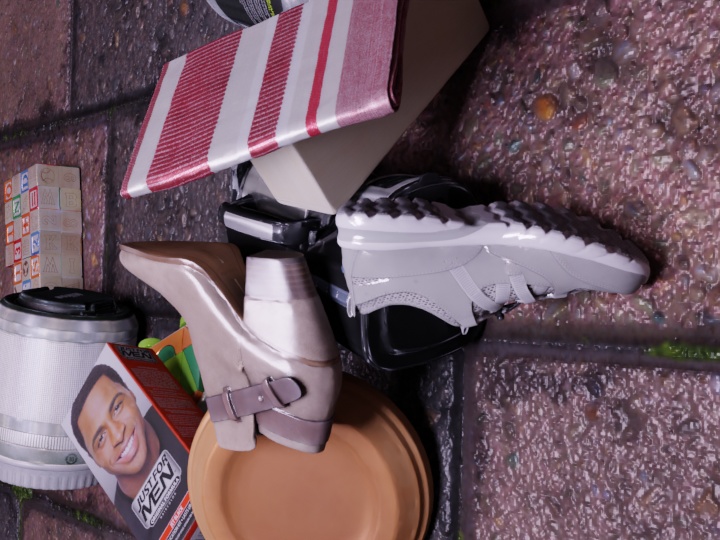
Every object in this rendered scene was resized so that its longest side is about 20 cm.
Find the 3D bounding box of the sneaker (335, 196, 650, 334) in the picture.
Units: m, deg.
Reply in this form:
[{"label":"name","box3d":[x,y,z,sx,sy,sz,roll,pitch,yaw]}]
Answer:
[{"label":"sneaker","box3d":[0.082,0.001,0.686,0.075,0.199,0.082,-66,-19,-71]}]

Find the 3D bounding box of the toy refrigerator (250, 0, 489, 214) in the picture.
[{"label":"toy refrigerator","box3d":[0.002,-0.140,0.759,0.070,0.076,0.200,14,58,43]}]

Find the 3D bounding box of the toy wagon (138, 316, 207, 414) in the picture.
[{"label":"toy wagon","box3d":[-0.176,0.114,1.050,0.200,0.040,0.156,-31,45,31]}]

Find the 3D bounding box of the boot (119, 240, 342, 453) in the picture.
[{"label":"boot","box3d":[-0.099,0.056,0.780,0.199,0.070,0.147,7,106,39]}]

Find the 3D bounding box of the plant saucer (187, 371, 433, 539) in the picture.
[{"label":"plant saucer","box3d":[-0.044,0.173,0.828,0.199,0.037,0.201,3,102,12]}]

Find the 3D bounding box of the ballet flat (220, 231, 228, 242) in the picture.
[{"label":"ballet flat","box3d":[-0.102,0.032,0.978,0.068,0.068,0.201,-38,59,25]}]

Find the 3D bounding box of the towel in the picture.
[{"label":"towel","box3d":[-0.060,-0.121,0.704,0.199,0.023,0.144,-16,42,24]}]

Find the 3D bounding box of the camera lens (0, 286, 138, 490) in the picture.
[{"label":"camera lens","box3d":[-0.337,0.126,1.196,0.160,0.159,0.201,16,100,51]}]

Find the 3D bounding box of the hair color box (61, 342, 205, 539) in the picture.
[{"label":"hair color box","box3d":[-0.183,0.165,0.958,0.200,0.061,0.102,42,108,37]}]

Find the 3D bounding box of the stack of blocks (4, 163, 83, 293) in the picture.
[{"label":"stack of blocks","box3d":[-0.409,-0.026,1.375,0.115,0.058,0.201,-14,77,50]}]

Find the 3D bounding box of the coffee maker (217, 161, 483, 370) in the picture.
[{"label":"coffee maker","box3d":[0.000,0.000,0.826,0.200,0.134,0.193,27,146,50]}]

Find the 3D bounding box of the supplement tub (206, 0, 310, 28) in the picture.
[{"label":"supplement tub","box3d":[-0.042,-0.246,0.877,0.200,0.122,0.123,32,112,47]}]
